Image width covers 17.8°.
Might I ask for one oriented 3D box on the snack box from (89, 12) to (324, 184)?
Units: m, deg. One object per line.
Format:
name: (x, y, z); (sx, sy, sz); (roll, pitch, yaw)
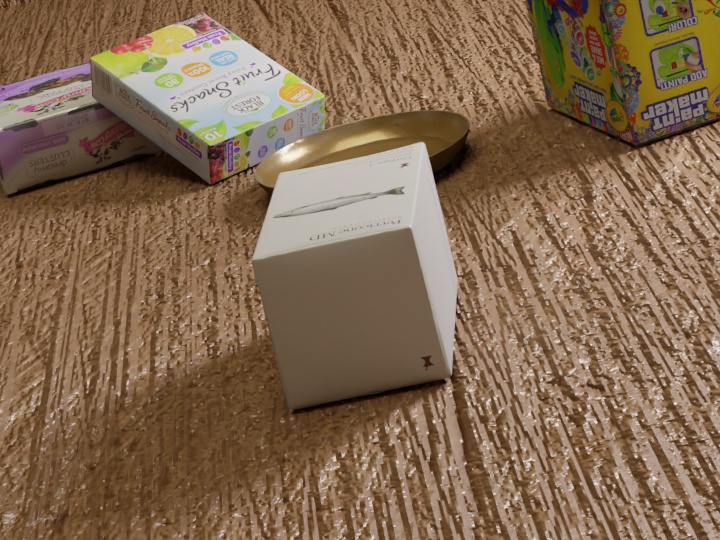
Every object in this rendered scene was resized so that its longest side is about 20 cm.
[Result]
snack box: (-0.151, -0.171, 2.245); (0.142, 0.053, 0.200); (-27, 46, -30)

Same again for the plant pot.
plant pot: (0.004, -0.099, 2.066); (0.200, 0.028, 0.200); (-13, 18, 4)

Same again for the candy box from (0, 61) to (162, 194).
candy box: (-0.302, -0.156, 2.393); (0.168, 0.072, 0.200); (-16, 19, -6)

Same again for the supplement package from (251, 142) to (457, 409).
supplement package: (0.000, 0.000, 1.635); (0.117, 0.117, 0.200); (-11, 19, 7)

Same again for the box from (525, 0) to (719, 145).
box: (0.237, -0.234, 2.022); (0.122, 0.193, 0.200); (-19, 18, -13)
